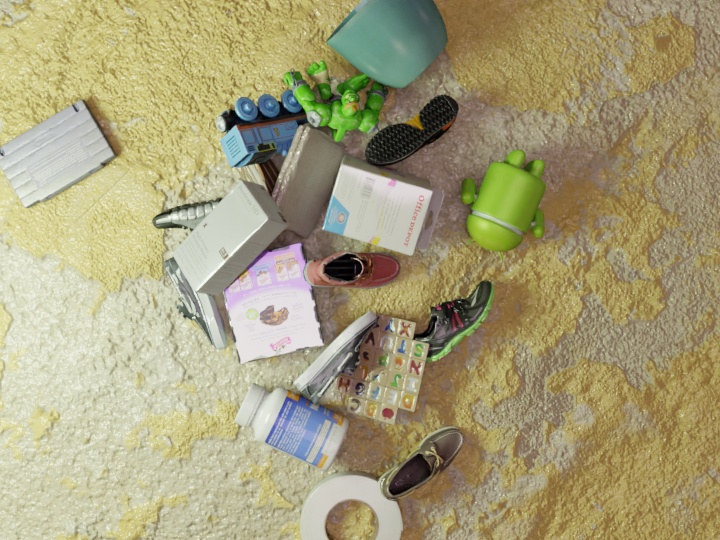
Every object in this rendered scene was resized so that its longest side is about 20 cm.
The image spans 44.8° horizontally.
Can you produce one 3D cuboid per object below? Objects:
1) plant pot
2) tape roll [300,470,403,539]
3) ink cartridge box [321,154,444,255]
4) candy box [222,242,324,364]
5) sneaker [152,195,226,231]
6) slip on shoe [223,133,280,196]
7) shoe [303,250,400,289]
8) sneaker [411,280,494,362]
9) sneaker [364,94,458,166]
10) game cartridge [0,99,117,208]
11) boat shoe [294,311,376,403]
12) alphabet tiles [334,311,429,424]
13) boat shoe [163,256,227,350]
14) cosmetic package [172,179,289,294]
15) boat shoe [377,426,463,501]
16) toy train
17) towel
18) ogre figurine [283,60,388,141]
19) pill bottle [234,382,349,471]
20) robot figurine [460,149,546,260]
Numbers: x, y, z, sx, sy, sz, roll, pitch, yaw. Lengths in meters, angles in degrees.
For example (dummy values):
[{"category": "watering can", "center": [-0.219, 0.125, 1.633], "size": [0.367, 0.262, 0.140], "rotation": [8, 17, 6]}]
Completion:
[{"category": "plant pot", "center": [0.062, -0.433, 1.598], "size": [0.161, 0.201, 0.201], "rotation": [43, 90, -15]}, {"category": "tape roll", "center": [-0.017, 0.493, 1.704], "size": [0.202, 0.037, 0.204], "rotation": [0, 92, -1]}, {"category": "ink cartridge box", "center": [0.044, -0.120, 1.627], "size": [0.199, 0.125, 0.129], "rotation": [17, 105, -4]}, {"category": "candy box", "center": [-0.169, 0.061, 1.664], "size": [0.167, 0.072, 0.201], "rotation": [-12, 92, -2]}, {"category": "sneaker", "center": [-0.289, -0.072, 1.655], "size": [0.199, 0.075, 0.116], "rotation": [-11, 105, 7]}, {"category": "slip on shoe", "center": [-0.199, -0.181, 1.659], "size": [0.060, 0.076, 0.201], "rotation": [-23, 99, 30]}, {"category": "shoe", "center": [0.000, 0.000, 1.627], "size": [0.199, 0.091, 0.072], "rotation": [-3, 88, -25]}, {"category": "sneaker", "center": [0.179, 0.089, 1.676], "size": [0.200, 0.077, 0.084], "rotation": [-45, 97, -1]}, {"category": "sneaker", "center": [0.099, -0.249, 1.651], "size": [0.200, 0.090, 0.070], "rotation": [-34, 75, -5]}, {"category": "game cartridge", "center": [-0.578, -0.219, 1.657], "size": [0.199, 0.038, 0.130], "rotation": [-30, 97, -1]}, {"category": "boat shoe", "center": [-0.032, 0.164, 1.644], "size": [0.068, 0.072, 0.200], "rotation": [45, 77, 1]}, {"category": "alphabet tiles", "center": [0.040, 0.187, 1.681], "size": [0.166, 0.006, 0.201], "rotation": [13, 92, 17]}, {"category": "boat shoe", "center": [-0.315, 0.064, 1.658], "size": [0.068, 0.072, 0.201], "rotation": [-24, 93, 1]}, {"category": "cosmetic package", "center": [-0.235, -0.057, 1.569], "size": [0.200, 0.074, 0.102], "rotation": [-45, 65, 18]}, {"category": "boat shoe", "center": [0.123, 0.371, 1.678], "size": [0.200, 0.060, 0.072], "rotation": [-33, 89, -13]}, {"category": "toy train", "center": [-0.170, -0.260, 1.604], "size": [0.200, 0.087, 0.115], "rotation": [-19, 87, -40]}, {"category": "towel", "center": [-0.105, -0.166, 1.632], "size": [0.034, 0.132, 0.201], "rotation": [25, 93, 35]}, {"category": "ogre figurine", "center": [-0.035, -0.311, 1.617], "size": [0.098, 0.200, 0.120], "rotation": [-34, 55, 35]}, {"category": "pill bottle", "center": [-0.132, 0.290, 1.654], "size": [0.199, 0.112, 0.112], "rotation": [26, 91, -3]}, {"category": "robot figurine", "center": [0.275, -0.125, 1.650], "size": [0.175, 0.116, 0.201], "rotation": [24, 92, -8]}]
